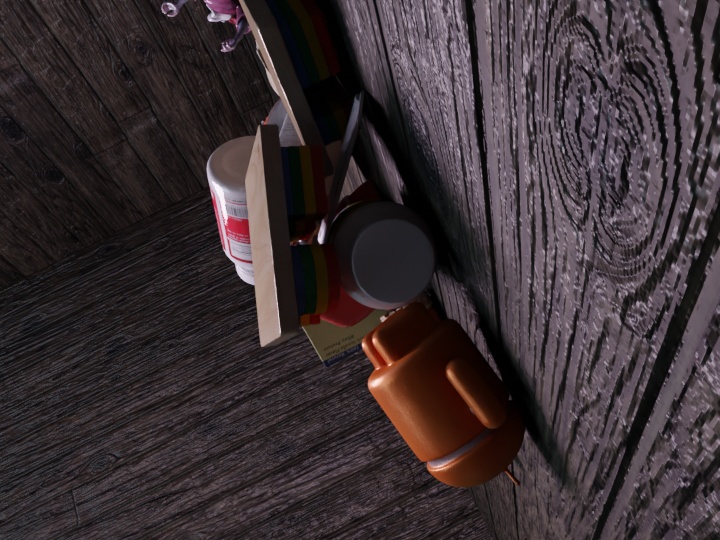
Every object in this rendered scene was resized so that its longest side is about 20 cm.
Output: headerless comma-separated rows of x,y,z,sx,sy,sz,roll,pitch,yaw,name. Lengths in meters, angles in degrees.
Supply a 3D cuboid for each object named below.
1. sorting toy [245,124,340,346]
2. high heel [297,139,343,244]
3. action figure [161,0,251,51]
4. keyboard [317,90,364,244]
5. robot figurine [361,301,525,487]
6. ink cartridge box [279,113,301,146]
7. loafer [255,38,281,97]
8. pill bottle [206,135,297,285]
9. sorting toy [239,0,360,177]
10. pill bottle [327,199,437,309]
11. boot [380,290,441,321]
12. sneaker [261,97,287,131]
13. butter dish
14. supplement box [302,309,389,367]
-0.073,-0.027,0.779,0.200,0.069,0.201,147,118,-74,sorting toy
-0.055,-0.136,0.981,0.143,0.071,0.202,-74,-10,-58,high heel
-0.201,-0.401,1.026,0.133,0.150,0.200,32,-175,0,action figure
-0.023,-0.094,0.799,0.057,0.011,0.201,-93,16,-49,keyboard
0.086,0.131,0.740,0.201,0.143,0.116,54,-149,1,robot figurine
-0.069,-0.194,1.127,0.163,0.056,0.202,64,-141,-58,ink cartridge box
-0.120,-0.331,1.068,0.201,0.075,0.068,64,-176,26,loafer
-0.145,-0.076,1.025,0.201,0.111,0.113,90,159,-48,pill bottle
-0.072,-0.245,0.831,0.201,0.069,0.200,67,178,-46,sorting toy
0.022,-0.019,0.789,0.112,0.110,0.200,64,177,-9,pill bottle
0.087,0.092,1.069,0.108,0.075,0.200,57,178,0,boot
-0.124,-0.241,1.160,0.077,0.081,0.202,46,-131,-65,sneaker
0.000,0.000,1.044,0.147,0.200,0.200,38,-167,-17,butter dish
-0.027,0.030,1.325,0.135,0.198,0.201,63,179,46,supplement box
